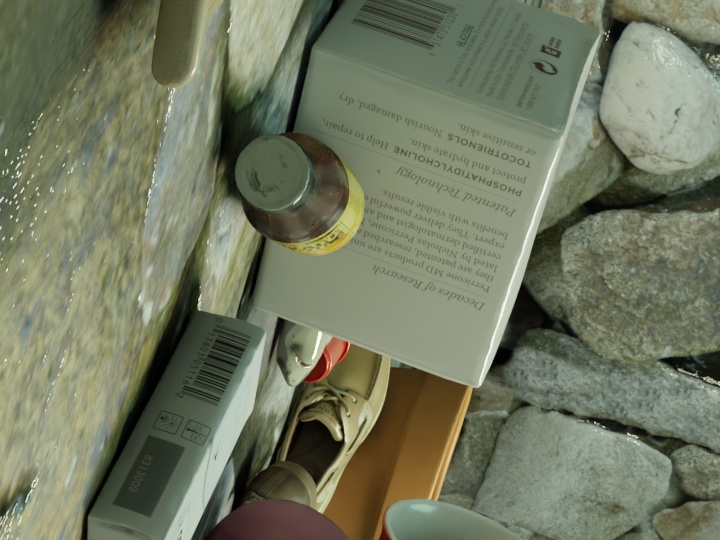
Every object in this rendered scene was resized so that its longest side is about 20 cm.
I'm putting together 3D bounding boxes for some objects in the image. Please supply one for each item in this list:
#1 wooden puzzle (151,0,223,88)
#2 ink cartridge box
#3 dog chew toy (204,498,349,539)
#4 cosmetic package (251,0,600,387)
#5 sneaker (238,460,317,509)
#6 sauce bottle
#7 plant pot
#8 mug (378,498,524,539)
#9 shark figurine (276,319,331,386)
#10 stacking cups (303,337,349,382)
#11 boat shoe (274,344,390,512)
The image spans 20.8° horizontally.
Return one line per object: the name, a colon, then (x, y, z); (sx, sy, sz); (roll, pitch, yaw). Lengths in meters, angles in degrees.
wooden puzzle: (-0.045, -0.195, 0.763); (0.200, 0.037, 0.186); (-71, 176, -54)
ink cartridge box: (-0.107, 0.146, 1.111); (0.201, 0.047, 0.160); (99, 10, -45)
dog chew toy: (-0.081, 0.263, 1.396); (0.200, 0.124, 0.125); (-60, 169, -31)
cosmetic package: (0.044, -0.069, 1.297); (0.168, 0.166, 0.201); (-63, 171, -56)
sneaker: (-0.091, 0.245, 1.568); (0.075, 0.070, 0.201); (-29, 137, -53)
sauce bottle: (-0.038, -0.045, 1.121); (0.200, 0.066, 0.066); (23, 85, -81)
plant pot: (0.011, 0.173, 1.842); (0.200, 0.139, 0.201); (17, 90, -84)
mug: (0.021, 0.273, 1.372); (0.134, 0.177, 0.201); (-103, -146, -68)
shark figurine: (0.012, -0.019, 1.482); (0.090, 0.214, 0.129); (47, -18, 54)
stacking cups: (-0.012, 0.026, 1.589); (0.200, 0.060, 0.061); (-57, 164, -63)
boat shoe: (-0.025, 0.130, 1.713); (0.065, 0.071, 0.201); (90, 20, -74)
